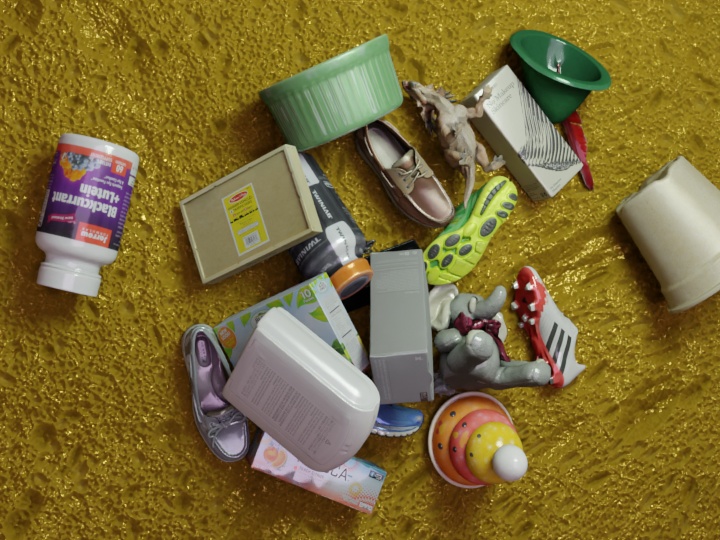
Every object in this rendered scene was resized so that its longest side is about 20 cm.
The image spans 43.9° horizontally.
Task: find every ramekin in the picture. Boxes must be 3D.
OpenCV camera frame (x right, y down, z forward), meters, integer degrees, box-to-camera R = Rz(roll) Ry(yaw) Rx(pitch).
[{"bbox_3d":[-0.035,-0.246,1.258,0.197,0.200,0.099,-27,103,-13],"label":"ramekin"}]

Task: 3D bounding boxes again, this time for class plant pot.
[{"bbox_3d":[0.510,-0.069,1.406,0.199,0.201,0.184,-38,87,-11],"label":"plant pot"}]

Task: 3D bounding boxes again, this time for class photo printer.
[{"bbox_3d":[-0.074,0.166,1.178,0.199,0.167,0.069,37,41,7],"label":"photo printer"}]

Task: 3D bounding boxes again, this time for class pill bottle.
[{"bbox_3d":[-0.061,-0.057,1.258,0.105,0.107,0.202,-30,73,-12],"label":"pill bottle"},{"bbox_3d":[-0.375,-0.072,1.210,0.109,0.111,0.204,13,86,-13],"label":"pill bottle"}]

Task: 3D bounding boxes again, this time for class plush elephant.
[{"bbox_3d":[0.175,0.093,1.334,0.162,0.199,0.158,21,61,-25],"label":"plush elephant"}]

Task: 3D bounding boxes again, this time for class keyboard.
[{"bbox_3d":[0.000,0.000,1.351,0.197,0.040,0.106,-21,117,-15],"label":"keyboard"}]

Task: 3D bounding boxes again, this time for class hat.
[{"bbox_3d":[0.291,-0.252,1.414,0.163,0.201,0.178,-10,136,-35],"label":"hat"}]

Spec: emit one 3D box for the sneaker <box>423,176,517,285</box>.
[{"bbox_3d":[0.163,-0.055,1.361,0.074,0.084,0.200,43,88,-5],"label":"sneaker"}]

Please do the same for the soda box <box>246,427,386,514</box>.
[{"bbox_3d":[-0.065,0.286,1.308,0.197,0.063,0.070,25,83,-13],"label":"soda box"}]

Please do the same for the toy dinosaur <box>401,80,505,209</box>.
[{"bbox_3d":[0.141,-0.200,1.342,0.085,0.135,0.204,-20,102,-23],"label":"toy dinosaur"}]

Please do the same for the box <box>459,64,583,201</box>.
[{"bbox_3d":[0.250,-0.211,1.391,0.082,0.068,0.201,-43,100,-11],"label":"box"}]

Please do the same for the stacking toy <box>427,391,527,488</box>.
[{"bbox_3d":[0.192,0.260,1.303,0.143,0.200,0.150,0,89,-14],"label":"stacking toy"}]

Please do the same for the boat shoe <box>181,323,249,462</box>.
[{"bbox_3d":[-0.206,0.177,1.273,0.073,0.065,0.206,-14,93,-14],"label":"boat shoe"}]

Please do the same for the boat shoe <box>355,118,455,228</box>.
[{"bbox_3d":[0.064,-0.145,1.320,0.076,0.072,0.200,-43,84,-10],"label":"boat shoe"}]

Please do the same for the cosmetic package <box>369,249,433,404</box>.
[{"bbox_3d":[0.057,0.077,1.253,0.088,0.202,0.108,-3,132,8],"label":"cosmetic package"}]

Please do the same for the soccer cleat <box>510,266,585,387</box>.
[{"bbox_3d":[0.298,0.084,1.405,0.084,0.068,0.204,-21,98,-22],"label":"soccer cleat"}]

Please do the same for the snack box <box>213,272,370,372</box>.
[{"bbox_3d":[-0.097,0.104,1.243,0.053,0.198,0.144,-33,97,-54],"label":"snack box"}]

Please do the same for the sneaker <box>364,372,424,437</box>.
[{"bbox_3d":[0.006,0.188,1.320,0.196,0.078,0.091,18,87,-13],"label":"sneaker"}]

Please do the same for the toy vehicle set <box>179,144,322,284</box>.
[{"bbox_3d":[-0.155,-0.074,1.234,0.197,0.026,0.127,-23,79,26],"label":"toy vehicle set"}]
